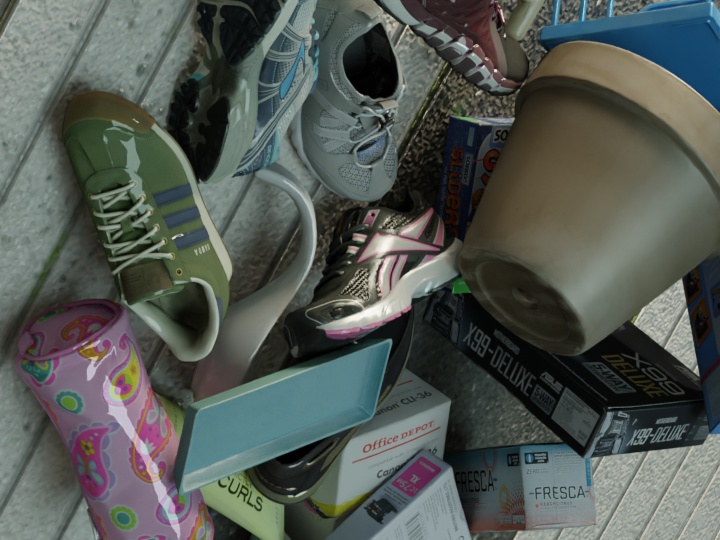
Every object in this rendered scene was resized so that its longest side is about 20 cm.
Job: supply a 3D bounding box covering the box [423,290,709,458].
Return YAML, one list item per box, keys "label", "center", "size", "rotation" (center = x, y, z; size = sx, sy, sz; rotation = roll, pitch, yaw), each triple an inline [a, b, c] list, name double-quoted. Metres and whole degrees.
- label: "box"
  center: [0.172, 0.072, 1.754]
  size: [0.157, 0.200, 0.050]
  rotation: [-1, 122, -45]

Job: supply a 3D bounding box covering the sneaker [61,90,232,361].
- label: "sneaker"
  center: [-0.138, -0.021, 1.443]
  size: [0.067, 0.090, 0.201]
  rotation: [-14, 135, 16]

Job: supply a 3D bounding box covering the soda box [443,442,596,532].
- label: "soda box"
  center: [0.119, 0.176, 1.766]
  size: [0.063, 0.200, 0.069]
  rotation: [-2, 84, -21]

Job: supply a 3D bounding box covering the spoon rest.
- label: "spoon rest"
  center: [-0.075, 0.023, 1.566]
  size: [0.060, 0.099, 0.201]
  rotation: [15, 104, -5]

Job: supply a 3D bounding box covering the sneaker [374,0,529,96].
- label: "sneaker"
  center: [0.094, -0.204, 1.566]
  size: [0.115, 0.076, 0.200]
  rotation: [-39, 144, 17]

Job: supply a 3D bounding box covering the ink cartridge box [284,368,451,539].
- label: "ink cartridge box"
  center: [0.004, 0.154, 1.740]
  size: [0.116, 0.067, 0.201]
  rotation: [-19, 127, -37]

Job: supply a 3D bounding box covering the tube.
- label: "tube"
  center: [-0.110, 0.145, 1.631]
  size: [0.058, 0.052, 0.200]
  rotation: [-54, 140, -3]

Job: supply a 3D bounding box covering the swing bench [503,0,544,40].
- label: "swing bench"
  center: [0.079, -0.289, 1.422]
  size: [0.200, 0.199, 0.130]
  rotation: [-48, 137, -11]

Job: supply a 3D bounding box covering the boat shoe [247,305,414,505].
- label: "boat shoe"
  center: [-0.013, 0.084, 1.636]
  size: [0.201, 0.074, 0.073]
  rotation: [-61, 178, -21]

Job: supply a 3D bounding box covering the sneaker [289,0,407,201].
- label: "sneaker"
  center: [-0.005, -0.118, 1.541]
  size: [0.075, 0.082, 0.201]
  rotation: [-39, 139, -21]

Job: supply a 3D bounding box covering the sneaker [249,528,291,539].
- label: "sneaker"
  center: [-0.092, 0.298, 1.732]
  size: [0.082, 0.074, 0.201]
  rotation: [-17, 125, -40]

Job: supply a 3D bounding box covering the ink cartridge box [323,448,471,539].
- label: "ink cartridge box"
  center: [0.004, 0.246, 1.714]
  size: [0.200, 0.042, 0.120]
  rotation: [-42, 139, -25]

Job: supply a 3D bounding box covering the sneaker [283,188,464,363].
- label: "sneaker"
  center: [0.000, 0.000, 1.600]
  size: [0.080, 0.087, 0.200]
  rotation: [-32, 179, 36]

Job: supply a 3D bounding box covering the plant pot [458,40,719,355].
- label: "plant pot"
  center: [0.166, -0.040, 1.612]
  size: [0.174, 0.199, 0.200]
  rotation: [-50, 140, -21]

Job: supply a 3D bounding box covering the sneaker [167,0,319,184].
- label: "sneaker"
  center: [-0.064, -0.154, 1.473]
  size: [0.086, 0.078, 0.201]
  rotation: [-5, 128, -46]

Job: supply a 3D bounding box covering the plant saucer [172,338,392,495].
- label: "plant saucer"
  center: [-0.054, 0.097, 1.520]
  size: [0.199, 0.019, 0.070]
  rotation: [-19, 131, -47]

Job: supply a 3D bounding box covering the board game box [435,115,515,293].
- label: "board game box"
  center: [0.140, -0.055, 1.753]
  size: [0.199, 0.034, 0.136]
  rotation: [-4, 107, -44]

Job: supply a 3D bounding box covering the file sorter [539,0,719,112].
- label: "file sorter"
  center: [0.247, -0.186, 1.698]
  size: [0.200, 0.138, 0.123]
  rotation: [43, 49, -50]

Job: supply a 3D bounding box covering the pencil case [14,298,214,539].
- label: "pencil case"
  center: [-0.167, 0.119, 1.491]
  size: [0.087, 0.087, 0.201]
  rotation: [-32, 118, -27]

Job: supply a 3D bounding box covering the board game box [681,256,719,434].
- label: "board game box"
  center: [0.296, 0.005, 1.689]
  size: [0.036, 0.201, 0.151]
  rotation: [1, 153, -16]
